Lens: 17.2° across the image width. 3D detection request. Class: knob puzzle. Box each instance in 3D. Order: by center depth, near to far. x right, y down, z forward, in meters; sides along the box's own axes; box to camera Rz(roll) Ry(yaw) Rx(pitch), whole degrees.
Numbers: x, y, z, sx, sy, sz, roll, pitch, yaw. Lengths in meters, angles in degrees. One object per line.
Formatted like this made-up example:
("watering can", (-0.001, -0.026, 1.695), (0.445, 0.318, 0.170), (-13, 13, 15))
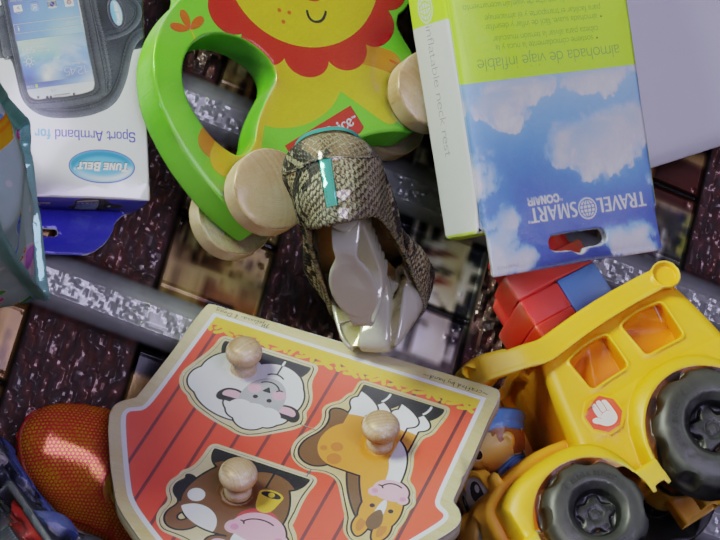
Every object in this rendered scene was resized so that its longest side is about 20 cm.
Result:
("knob puzzle", (-0.041, 0.097, 1.225), (0.218, 0.031, 0.221), (2, 42, -2))

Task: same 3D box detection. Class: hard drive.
("hard drive", (0.177, -0.132, 1.420), (0.199, 0.026, 0.133), (-18, 102, -25))

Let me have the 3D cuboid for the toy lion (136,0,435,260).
("toy lion", (-0.046, -0.133, 1.334), (0.199, 0.069, 0.192), (-34, 92, -32))

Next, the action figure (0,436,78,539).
("action figure", (-0.207, 0.135, 1.178), (0.105, 0.200, 0.193), (-48, 127, 4))

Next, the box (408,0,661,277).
("box", (0.096, -0.102, 1.331), (0.121, 0.048, 0.202), (-9, 91, -28))

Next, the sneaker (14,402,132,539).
("sneaker", (-0.092, 0.129, 1.265), (0.199, 0.077, 0.073), (32, 70, -7))

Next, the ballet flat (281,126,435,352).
("ballet flat", (0.000, 0.000, 1.270), (0.067, 0.200, 0.076), (-11, 63, 7))

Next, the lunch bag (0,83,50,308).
("lunch bag", (-0.249, -0.041, 1.151), (0.169, 0.200, 0.123), (-8, 79, 1))

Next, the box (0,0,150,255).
("box", (-0.178, -0.111, 1.302), (0.118, 0.041, 0.202), (1, 77, -21))

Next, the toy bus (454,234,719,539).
("toy bus", (0.115, 0.079, 1.336), (0.199, 0.136, 0.193), (-30, 78, -21))
